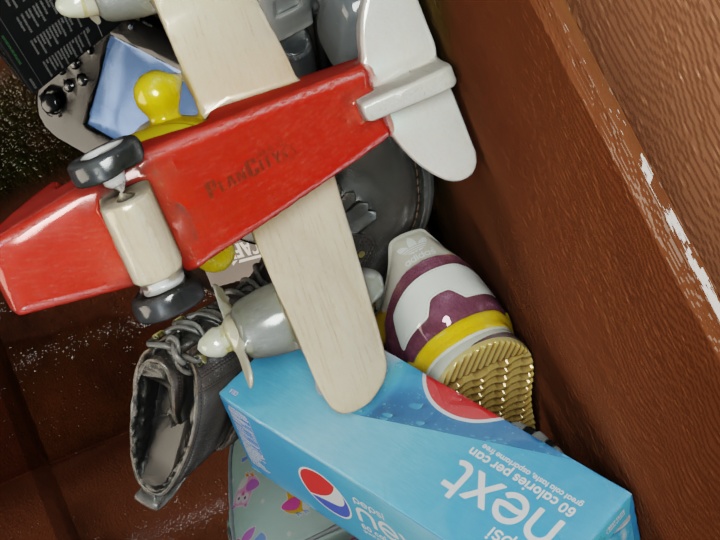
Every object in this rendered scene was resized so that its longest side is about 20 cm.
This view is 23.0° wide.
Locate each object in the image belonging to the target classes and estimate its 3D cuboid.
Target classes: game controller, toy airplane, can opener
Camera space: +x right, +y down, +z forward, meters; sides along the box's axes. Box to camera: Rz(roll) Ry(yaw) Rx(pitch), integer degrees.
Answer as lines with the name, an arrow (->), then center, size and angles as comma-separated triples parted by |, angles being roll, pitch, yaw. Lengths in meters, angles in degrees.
game controller -> -0.115, -0.097, 1.098 | 0.200, 0.042, 0.104 | 28, 124, 19
toy airplane -> -0.053, -0.055, 0.772 | 0.141, 0.199, 0.200 | 6, 78, 60
can opener -> -0.022, -0.119, 0.947 | 0.200, 0.053, 0.067 | 92, 153, -79

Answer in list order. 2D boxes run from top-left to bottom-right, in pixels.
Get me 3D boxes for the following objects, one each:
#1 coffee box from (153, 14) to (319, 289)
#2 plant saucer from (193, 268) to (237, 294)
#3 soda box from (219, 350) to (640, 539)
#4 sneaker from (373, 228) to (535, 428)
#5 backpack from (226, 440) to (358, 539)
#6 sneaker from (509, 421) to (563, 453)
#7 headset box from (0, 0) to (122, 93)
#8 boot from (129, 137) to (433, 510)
coffee box -> -0.075, -0.100, 1.149 | 0.080, 0.113, 0.200 | -36, -74, -50
plant saucer -> -0.101, -0.080, 1.258 | 0.200, 0.034, 0.200 | 45, -144, -47
soda box -> 0.030, 0.096, 0.823 | 0.200, 0.068, 0.064 | 29, 152, 34
sneaker -> 0.045, 0.051, 0.938 | 0.200, 0.075, 0.090 | 95, 151, -61
backpack -> 0.000, 0.141, 1.175 | 0.153, 0.176, 0.200 | 52, -164, -34
sneaker -> 0.030, 0.173, 0.890 | 0.075, 0.200, 0.116 | 39, 151, 22
headset box -> -0.120, -0.198, 0.844 | 0.093, 0.200, 0.174 | 50, 175, 4
boot -> -0.045, 0.014, 0.890 | 0.069, 0.174, 0.200 | 27, 124, 23
